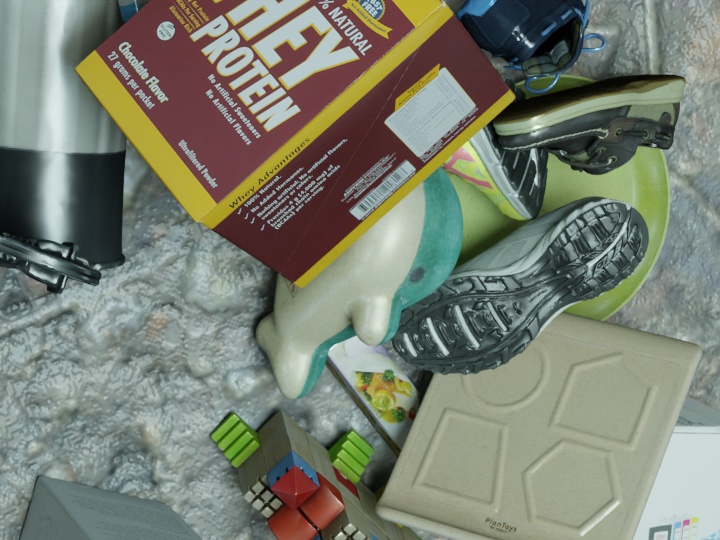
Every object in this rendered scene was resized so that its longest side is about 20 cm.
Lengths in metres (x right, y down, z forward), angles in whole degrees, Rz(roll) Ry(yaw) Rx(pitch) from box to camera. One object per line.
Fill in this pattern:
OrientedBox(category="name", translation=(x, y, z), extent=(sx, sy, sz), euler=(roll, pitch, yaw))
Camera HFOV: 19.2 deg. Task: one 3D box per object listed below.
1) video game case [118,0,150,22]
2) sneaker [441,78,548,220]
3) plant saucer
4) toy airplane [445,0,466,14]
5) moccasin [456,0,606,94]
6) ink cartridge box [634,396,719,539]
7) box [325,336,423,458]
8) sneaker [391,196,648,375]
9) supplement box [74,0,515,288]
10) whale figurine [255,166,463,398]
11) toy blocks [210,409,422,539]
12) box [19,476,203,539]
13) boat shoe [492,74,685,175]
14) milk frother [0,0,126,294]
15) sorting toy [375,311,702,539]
OrientedBox(category="video game case", translation=(-0.131, -0.270, 1.410), extent=(0.143, 0.018, 0.201), euler=(-19, 97, -55))
OrientedBox(category="sneaker", translation=(0.062, -0.106, 1.525), extent=(0.200, 0.090, 0.078), euler=(48, 43, -32))
OrientedBox(category="plant saucer", translation=(0.141, -0.049, 1.611), extent=(0.199, 0.031, 0.201), euler=(-4, 100, -20))
OrientedBox(category="toy airplane", translation=(0.040, -0.268, 1.489), extent=(0.200, 0.142, 0.199), euler=(33, 125, -32))
OrientedBox(category="moccasin", translation=(0.123, -0.162, 1.506), extent=(0.068, 0.200, 0.081), euler=(48, 112, 12))
OrientedBox(category="ink cartridge box", translation=(0.199, 0.200, 1.616), extent=(0.144, 0.147, 0.201), euler=(2, 99, -22))
OrientedBox(category="box", translation=(0.036, 0.117, 1.595), extent=(0.039, 0.041, 0.200), euler=(-41, 112, -9))
OrientedBox(category="sneaker", translation=(0.113, 0.010, 1.533), extent=(0.199, 0.079, 0.074), euler=(-28, 105, 1))
OrientedBox(category="supplement box", translation=(-0.035, -0.118, 1.342), extent=(0.197, 0.200, 0.133), euler=(-41, 70, 4))
OrientedBox(category="whale figurine", translation=(0.000, 0.000, 1.503), extent=(0.103, 0.159, 0.201), euler=(11, 122, -34))
OrientedBox(category="toy blocks", translation=(-0.016, 0.189, 1.524), extent=(0.100, 0.137, 0.200), euler=(-44, 108, 7))
OrientedBox(category="box", translation=(-0.172, 0.247, 1.449), extent=(0.106, 0.200, 0.153), euler=(16, 94, -23))
OrientedBox(category="boat shoe", translation=(0.172, -0.101, 1.530), extent=(0.199, 0.073, 0.065), euler=(-16, 102, -44))
OrientedBox(category="milk frother", translation=(-0.203, -0.091, 1.366), extent=(0.180, 0.199, 0.189), euler=(-4, 102, -42))
OrientedBox(category="sorting toy", translation=(0.128, 0.117, 1.509), extent=(0.201, 0.184, 0.037), euler=(-63, 152, -26))
